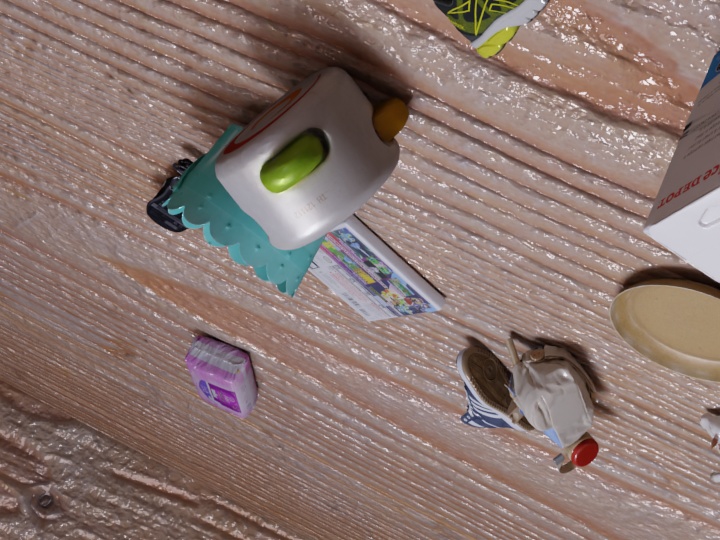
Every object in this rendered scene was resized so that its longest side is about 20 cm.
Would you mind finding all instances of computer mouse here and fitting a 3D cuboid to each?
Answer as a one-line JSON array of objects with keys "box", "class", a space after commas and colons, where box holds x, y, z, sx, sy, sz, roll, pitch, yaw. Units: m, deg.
[{"box": [-0.230, -0.100, 1.587, 0.139, 0.046, 0.200, 30, 150, -13], "class": "computer mouse"}]

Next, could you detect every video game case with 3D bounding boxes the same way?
[{"box": [0.000, 0.000, 1.556, 0.200, 0.023, 0.181, 42, 152, -23], "class": "video game case"}]

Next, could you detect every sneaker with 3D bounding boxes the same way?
[{"box": [0.181, 0.186, 1.658, 0.108, 0.071, 0.200, -4, 143, 45], "class": "sneaker"}, {"box": [0.119, -0.251, 0.912, 0.084, 0.075, 0.200, 32, 154, -6], "class": "sneaker"}]

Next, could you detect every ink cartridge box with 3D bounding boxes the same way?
[{"box": [0.317, -0.108, 0.829, 0.084, 0.201, 0.146, 32, 155, -8], "class": "ink cartridge box"}]

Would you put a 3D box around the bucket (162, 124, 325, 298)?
[{"box": [-0.131, -0.077, 1.355, 0.206, 0.135, 0.207, 35, 174, 4], "class": "bucket"}]

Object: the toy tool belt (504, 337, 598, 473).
[{"box": [0.270, 0.184, 1.543, 0.123, 0.124, 0.201, 47, 172, 49], "class": "toy tool belt"}]

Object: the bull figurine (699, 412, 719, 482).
[{"box": [0.538, 0.261, 1.444, 0.198, 0.066, 0.122, 25, 158, 12], "class": "bull figurine"}]

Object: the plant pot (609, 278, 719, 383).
[{"box": [0.394, 0.068, 1.276, 0.198, 0.028, 0.201, 23, 153, 12], "class": "plant pot"}]

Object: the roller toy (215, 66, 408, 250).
[{"box": [-0.053, -0.119, 1.186, 0.140, 0.200, 0.182, 51, 145, -16], "class": "roller toy"}]

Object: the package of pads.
[{"box": [-0.274, 0.214, 2.162, 0.119, 0.076, 0.201, 23, 154, 14], "class": "package of pads"}]
